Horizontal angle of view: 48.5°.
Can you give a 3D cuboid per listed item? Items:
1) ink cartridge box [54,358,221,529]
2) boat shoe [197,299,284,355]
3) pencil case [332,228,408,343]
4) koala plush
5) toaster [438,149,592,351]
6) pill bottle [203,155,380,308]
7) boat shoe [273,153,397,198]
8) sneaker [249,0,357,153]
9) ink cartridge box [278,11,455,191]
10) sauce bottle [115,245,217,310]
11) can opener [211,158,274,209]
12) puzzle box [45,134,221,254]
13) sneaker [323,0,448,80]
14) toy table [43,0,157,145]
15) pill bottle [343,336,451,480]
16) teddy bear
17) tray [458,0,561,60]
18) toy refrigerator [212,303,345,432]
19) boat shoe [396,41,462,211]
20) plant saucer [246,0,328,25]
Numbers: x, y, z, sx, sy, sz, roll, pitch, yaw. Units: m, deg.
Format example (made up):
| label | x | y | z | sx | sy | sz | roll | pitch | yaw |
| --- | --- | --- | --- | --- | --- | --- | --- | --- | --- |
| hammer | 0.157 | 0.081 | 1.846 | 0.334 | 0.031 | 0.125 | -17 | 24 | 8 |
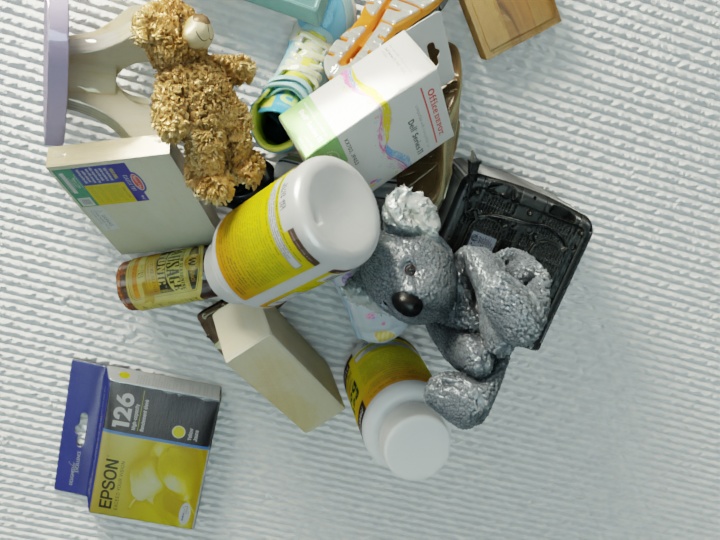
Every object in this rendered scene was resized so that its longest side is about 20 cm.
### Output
| label | x | y | z | sx | sy | sz | roll | pitch | yaw |
| --- | --- | --- | --- | --- | --- | --- | --- | --- | --- |
| ink cartridge box | -0.295 | 0.231 | 1.047 | 0.195 | 0.047 | 0.203 | 11 | 108 | -12 |
| boat shoe | -0.120 | 0.013 | 0.977 | 0.202 | 0.075 | 0.075 | -43 | 96 | 5 |
| pencil case | 0.000 | 0.000 | 0.939 | 0.092 | 0.082 | 0.202 | -58 | 143 | -25 |
| koala plush | 0.082 | 0.021 | 0.841 | 0.196 | 0.185 | 0.180 | 27 | 123 | 3 |
| toaster | 0.164 | -0.030 | 0.966 | 0.177 | 0.119 | 0.204 | 18 | 107 | -12 |
| pill bottle | -0.078 | -0.029 | 0.805 | 0.110 | 0.110 | 0.198 | 47 | 138 | -18 |
| boat shoe | -0.007 | -0.121 | 0.949 | 0.195 | 0.072 | 0.064 | 5 | 94 | -22 |
| sneaker | -0.060 | -0.215 | 0.871 | 0.078 | 0.131 | 0.204 | 22 | 106 | -3 |
| ink cartridge box | 0.027 | -0.162 | 0.833 | 0.198 | 0.068 | 0.118 | -35 | 150 | -1 |
| sauce bottle | -0.191 | 0.002 | 0.946 | 0.195 | 0.066 | 0.068 | -12 | 110 | 14 |
| can opener | -0.194 | -0.100 | 0.940 | 0.194 | 0.064 | 0.080 | -8 | 137 | 7 |
| puzzle box | -0.236 | -0.077 | 0.871 | 0.129 | 0.201 | 0.026 | -5 | 65 | 4 |
| sneaker | 0.035 | -0.258 | 0.887 | 0.201 | 0.077 | 0.078 | -49 | 146 | -16 |
| toy table | -0.270 | -0.205 | 0.833 | 0.114 | 0.199 | 0.189 | 0 | 76 | -24 |
| pill bottle | 0.045 | 0.163 | 0.964 | 0.106 | 0.200 | 0.112 | -3 | 108 | -10 |
| teddy bear | -0.148 | -0.164 | 0.771 | 0.143 | 0.066 | 0.206 | -12 | 96 | -44 |
| tray | 0.146 | -0.355 | 0.898 | 0.097 | 0.037 | 0.203 | -25 | 110 | 3 |
| toy refrigerator | -0.097 | 0.115 | 0.964 | 0.069 | 0.077 | 0.201 | -30 | 139 | 5 |
| boat shoe | 0.080 | -0.163 | 0.924 | 0.069 | 0.064 | 0.206 | 7 | 78 | 19 |
| plant saucer | -0.125 | -0.325 | 0.854 | 0.195 | 0.019 | 0.072 | 19 | 71 | -2 |
